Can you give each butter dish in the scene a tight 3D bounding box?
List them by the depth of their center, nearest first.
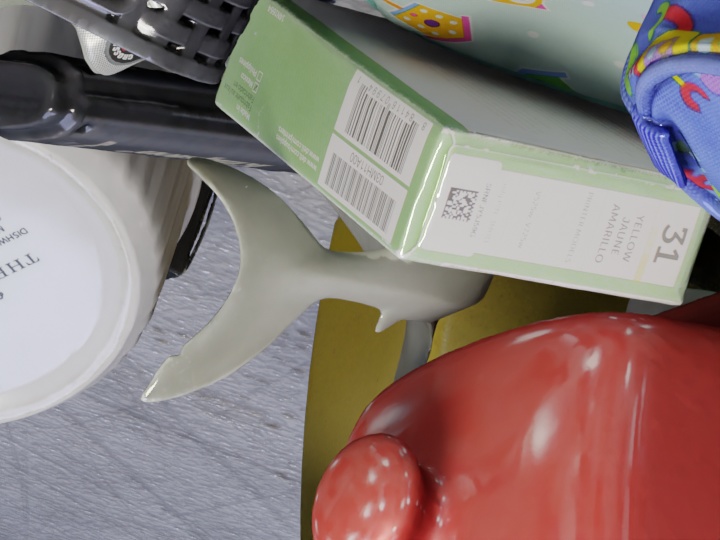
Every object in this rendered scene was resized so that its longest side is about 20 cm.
[{"bbox_3d":[0.049,0.090,0.917,0.148,0.200,0.200,22,151,-35],"label":"butter dish"}]

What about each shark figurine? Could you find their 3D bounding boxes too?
[{"bbox_3d":[0.009,0.009,0.978,0.128,0.090,0.214,20,-163,5],"label":"shark figurine"}]

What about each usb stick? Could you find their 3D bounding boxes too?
[{"bbox_3d":[-0.054,-0.055,1.087,0.055,0.033,0.200,9,-177,40],"label":"usb stick"}]

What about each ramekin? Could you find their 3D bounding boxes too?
[{"bbox_3d":[-0.160,-0.028,1.139,0.201,0.094,0.203,0,131,0],"label":"ramekin"}]

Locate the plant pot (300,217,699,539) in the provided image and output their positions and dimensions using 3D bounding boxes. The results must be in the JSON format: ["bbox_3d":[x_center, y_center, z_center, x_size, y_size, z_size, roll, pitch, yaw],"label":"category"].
[{"bbox_3d":[0.079,0.070,1.189,0.199,0.177,0.200,22,159,-10],"label":"plant pot"}]

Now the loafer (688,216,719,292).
[{"bbox_3d":[0.093,-0.034,1.064,0.199,0.068,0.076,18,160,1],"label":"loafer"}]

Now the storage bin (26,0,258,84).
[{"bbox_3d":[-0.084,-0.135,0.797,0.135,0.094,0.200,25,-169,-14],"label":"storage bin"}]

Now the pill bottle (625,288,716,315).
[{"bbox_3d":[0.115,0.114,1.045,0.113,0.201,0.114,16,169,3],"label":"pill bottle"}]

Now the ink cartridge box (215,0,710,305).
[{"bbox_3d":[0.072,-0.034,0.946,0.199,0.048,0.146,11,-164,-30],"label":"ink cartridge box"}]

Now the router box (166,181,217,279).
[{"bbox_3d":[-0.178,-0.052,1.265,0.200,0.062,0.150,28,158,-22],"label":"router box"}]

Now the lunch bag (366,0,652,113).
[{"bbox_3d":[0.080,-0.116,0.851,0.160,0.077,0.200,15,160,6],"label":"lunch bag"}]

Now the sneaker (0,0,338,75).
[{"bbox_3d":[-0.052,-0.099,0.999,0.199,0.089,0.074,9,156,22],"label":"sneaker"}]

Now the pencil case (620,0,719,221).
[{"bbox_3d":[0.121,-0.098,0.692,0.087,0.201,0.078,7,150,28],"label":"pencil case"}]
